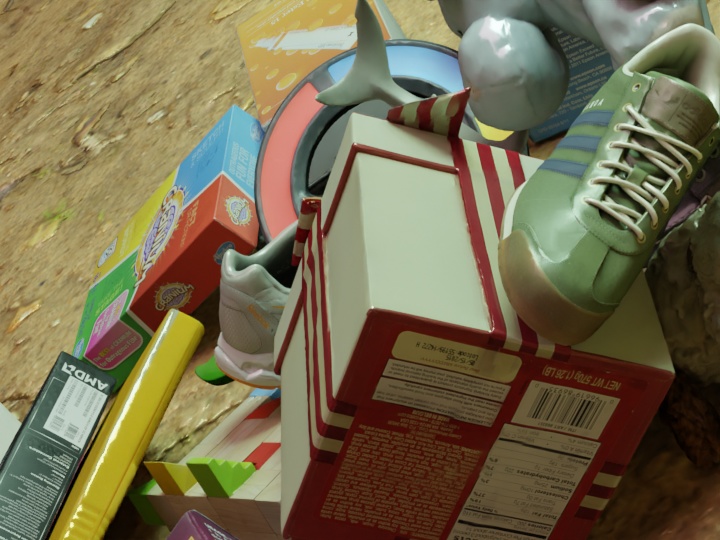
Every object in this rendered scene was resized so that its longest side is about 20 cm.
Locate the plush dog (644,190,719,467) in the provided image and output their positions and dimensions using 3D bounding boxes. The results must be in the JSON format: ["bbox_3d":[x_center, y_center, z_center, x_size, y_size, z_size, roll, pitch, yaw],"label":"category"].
[{"bbox_3d":[0.207,0.003,0.789,0.172,0.160,0.201,-39,17,55],"label":"plush dog"}]

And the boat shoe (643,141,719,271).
[{"bbox_3d":[0.223,-0.071,0.919,0.200,0.066,0.072,-34,32,7],"label":"boat shoe"}]

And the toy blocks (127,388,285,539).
[{"bbox_3d":[-0.037,0.115,0.936,0.137,0.101,0.199,-42,20,-32],"label":"toy blocks"}]

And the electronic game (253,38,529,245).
[{"bbox_3d":[0.020,-0.067,1.061,0.197,0.042,0.203,-4,73,14],"label":"electronic game"}]

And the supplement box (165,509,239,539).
[{"bbox_3d":[-0.062,0.236,0.763,0.131,0.103,0.200,-51,32,1],"label":"supplement box"}]

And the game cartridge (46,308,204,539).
[{"bbox_3d":[-0.174,0.146,1.003,0.177,0.032,0.201,-52,14,51],"label":"game cartridge"}]

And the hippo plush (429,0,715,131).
[{"bbox_3d":[0.117,-0.164,0.892,0.159,0.203,0.159,-11,1,18],"label":"hippo plush"}]

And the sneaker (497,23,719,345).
[{"bbox_3d":[0.127,-0.054,0.722,0.090,0.067,0.201,-51,3,39],"label":"sneaker"}]

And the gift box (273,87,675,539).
[{"bbox_3d":[0.061,0.026,0.803,0.188,0.182,0.201,-96,26,-53],"label":"gift box"}]

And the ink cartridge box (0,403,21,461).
[{"bbox_3d":[-0.388,0.162,1.188,0.198,0.126,0.129,-23,34,21],"label":"ink cartridge box"}]

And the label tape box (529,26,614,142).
[{"bbox_3d":[0.137,-0.201,1.046,0.143,0.201,0.064,-20,34,27],"label":"label tape box"}]

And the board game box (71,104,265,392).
[{"bbox_3d":[-0.149,-0.015,1.195,0.200,0.040,0.154,-44,26,29],"label":"board game box"}]

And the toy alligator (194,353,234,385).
[{"bbox_3d":[-0.023,0.039,1.022,0.198,0.059,0.055,-10,67,25],"label":"toy alligator"}]

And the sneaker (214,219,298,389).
[{"bbox_3d":[0.000,0.000,0.947,0.198,0.093,0.076,-22,39,-27],"label":"sneaker"}]

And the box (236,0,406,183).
[{"bbox_3d":[-0.019,-0.159,1.251,0.124,0.098,0.201,-32,32,9],"label":"box"}]

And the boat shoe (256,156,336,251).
[{"bbox_3d":[0.006,-0.067,1.135,0.198,0.068,0.074,-32,32,10],"label":"boat shoe"}]

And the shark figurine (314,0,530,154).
[{"bbox_3d":[0.069,-0.086,0.988,0.090,0.127,0.216,-55,46,29],"label":"shark figurine"}]

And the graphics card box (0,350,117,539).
[{"bbox_3d":[-0.236,0.166,1.038,0.126,0.050,0.201,-56,12,39],"label":"graphics card box"}]
